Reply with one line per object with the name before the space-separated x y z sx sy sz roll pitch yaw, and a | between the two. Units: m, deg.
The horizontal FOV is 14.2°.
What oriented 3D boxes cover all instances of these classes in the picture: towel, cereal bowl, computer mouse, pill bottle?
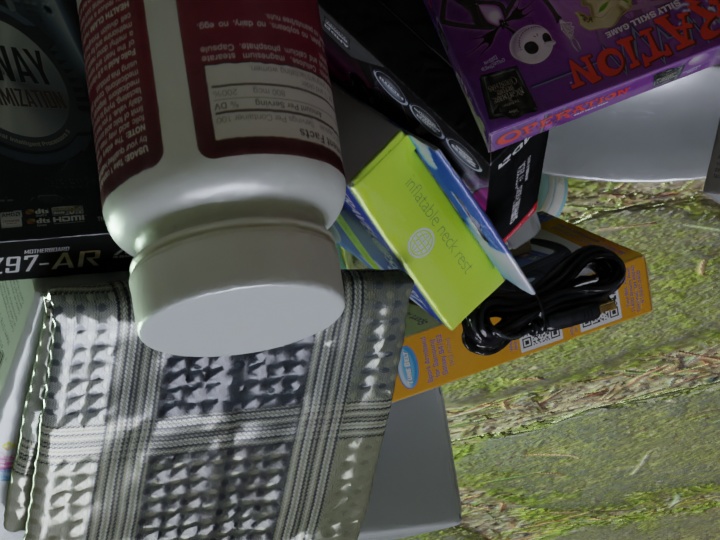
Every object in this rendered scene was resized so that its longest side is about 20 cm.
towel | -0.079 0.079 1.456 0.192 0.035 0.200 -4 129 -21
cereal bowl | 0.158 -0.115 1.552 0.200 0.084 0.200 0 163 0
computer mouse | 0.060 -0.040 1.608 0.109 0.200 0.044 -18 141 -25
pill bottle | -0.068 -0.069 1.332 0.114 0.200 0.114 -8 161 -3

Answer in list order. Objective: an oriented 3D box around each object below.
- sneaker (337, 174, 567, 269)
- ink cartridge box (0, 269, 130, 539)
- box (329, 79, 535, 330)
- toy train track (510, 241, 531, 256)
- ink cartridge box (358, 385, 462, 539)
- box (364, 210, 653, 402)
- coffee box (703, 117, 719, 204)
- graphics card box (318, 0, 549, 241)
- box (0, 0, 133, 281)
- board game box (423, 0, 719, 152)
sneaker | 0.013 -0.036 1.744 0.200 0.080 0.130 -28 157 22
ink cartridge box | -0.143 0.048 1.521 0.144 0.145 0.200 7 128 -25
box | -0.005 -0.049 1.489 0.048 0.200 0.122 -44 131 -8
toy train track | 0.000 0.000 1.625 0.200 0.033 0.115 -18 -159 -16
ink cartridge box | -0.051 0.126 1.681 0.145 0.088 0.200 -6 171 -24
box | 0.051 0.022 1.644 0.200 0.042 0.119 -16 -160 -23
coffee box | 0.244 -0.115 1.416 0.080 0.200 0.114 10 173 28
graphics card box | 0.036 -0.082 1.470 0.051 0.125 0.200 -44 170 -10
box | -0.144 -0.077 1.416 0.199 0.161 0.044 -4 154 -13
board game box | 0.130 -0.145 1.354 0.200 0.120 0.032 -22 165 -5
